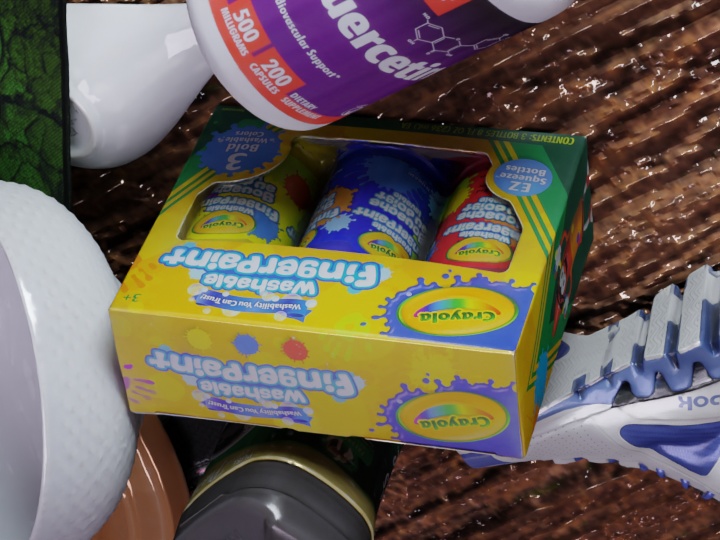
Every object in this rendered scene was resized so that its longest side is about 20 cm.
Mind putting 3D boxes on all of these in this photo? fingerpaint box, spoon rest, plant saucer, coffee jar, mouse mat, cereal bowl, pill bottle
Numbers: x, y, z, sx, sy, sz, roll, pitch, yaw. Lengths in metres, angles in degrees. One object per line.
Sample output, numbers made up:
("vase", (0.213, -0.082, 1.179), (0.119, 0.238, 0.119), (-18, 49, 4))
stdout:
("fingerpaint box", (0.000, 0.000, 1.166), (0.199, 0.167, 0.074), (6, 132, 16))
("spoon rest", (-0.110, -0.099, 1.206), (0.200, 0.061, 0.100), (-6, 127, 41))
("plant saucer", (-0.179, 0.106, 1.365), (0.200, 0.032, 0.201), (26, 134, 30))
("coffee jar", (-0.026, 0.092, 1.232), (0.085, 0.200, 0.104), (39, 132, -15))
("mouse mat", (-0.213, -0.105, 1.231), (0.161, 0.008, 0.200), (26, 136, 22))
("cereal bowl", (-0.167, 0.050, 1.229), (0.083, 0.200, 0.200), (-8, 144, -31))
("pill bottle", (0.024, -0.146, 1.067), (0.200, 0.113, 0.113), (-23, 119, 35))

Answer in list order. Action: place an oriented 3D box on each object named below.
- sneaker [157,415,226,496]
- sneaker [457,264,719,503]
("sneaker", (-0.070, 0.149, 1.363), (0.079, 0.096, 0.200), (-13, 127, 9))
("sneaker", (0.151, 0.081, 1.240), (0.199, 0.081, 0.115), (-23, 117, 32))
